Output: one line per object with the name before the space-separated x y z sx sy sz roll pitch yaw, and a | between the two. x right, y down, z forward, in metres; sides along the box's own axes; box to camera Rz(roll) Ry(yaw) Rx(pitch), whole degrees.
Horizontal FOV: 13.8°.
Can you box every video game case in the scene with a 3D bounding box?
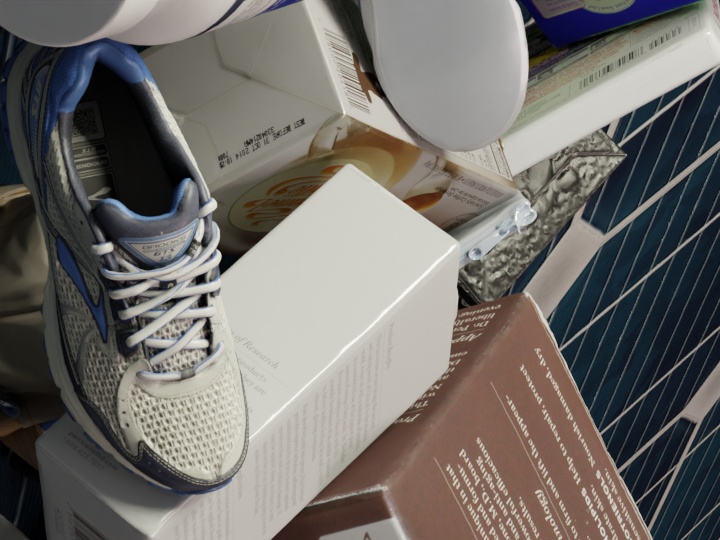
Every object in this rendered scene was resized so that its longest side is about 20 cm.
video game case | 0.098 -0.098 1.570 0.200 0.023 0.182 -29 -163 15

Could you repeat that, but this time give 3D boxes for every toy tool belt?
toy tool belt | -0.142 0.031 1.375 0.123 0.125 0.200 -23 162 12

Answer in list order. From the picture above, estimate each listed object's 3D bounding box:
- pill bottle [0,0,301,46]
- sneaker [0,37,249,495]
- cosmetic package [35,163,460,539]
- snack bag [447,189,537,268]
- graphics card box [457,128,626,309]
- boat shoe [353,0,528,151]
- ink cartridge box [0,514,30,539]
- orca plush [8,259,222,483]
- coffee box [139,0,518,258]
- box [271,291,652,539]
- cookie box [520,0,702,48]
pill bottle | -0.066 -0.153 1.175 0.200 0.116 0.116 -26 148 -54
sneaker | -0.091 -0.004 1.193 0.077 0.201 0.085 -22 -175 -21
cosmetic package | -0.047 0.058 1.306 0.200 0.071 0.102 -42 156 -27
snack bag | 0.000 0.000 1.556 0.188 0.021 0.200 -34 -168 4
graphics card box | 0.063 -0.027 1.699 0.125 0.051 0.200 -47 -170 -14
boat shoe | 0.023 -0.150 1.334 0.073 0.065 0.200 -17 118 5
ink cartridge box | -0.190 0.162 1.413 0.084 0.144 0.200 -48 162 -13
orca plush | -0.097 0.038 1.526 0.200 0.071 0.105 -50 162 -9
coffee box | -0.022 -0.062 1.409 0.114 0.080 0.200 -26 161 19
box | 0.016 0.140 1.457 0.166 0.165 0.200 -16 -161 32
cookie box | 0.184 -0.218 1.551 0.171 0.075 0.200 -14 -150 51
